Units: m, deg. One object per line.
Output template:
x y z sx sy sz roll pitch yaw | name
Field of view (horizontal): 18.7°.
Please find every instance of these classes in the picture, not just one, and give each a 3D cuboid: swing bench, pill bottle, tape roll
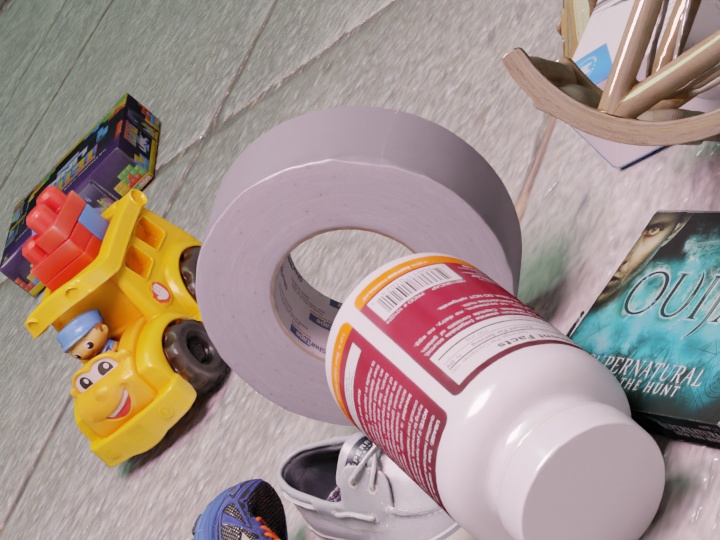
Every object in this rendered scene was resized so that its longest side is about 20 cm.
0.196 -0.148 1.208 0.200 0.130 0.199 -53 -8 12 | swing bench
0.071 0.076 1.156 0.113 0.113 0.200 -49 36 0 | pill bottle
0.000 0.000 1.359 0.200 0.200 0.066 -39 22 28 | tape roll

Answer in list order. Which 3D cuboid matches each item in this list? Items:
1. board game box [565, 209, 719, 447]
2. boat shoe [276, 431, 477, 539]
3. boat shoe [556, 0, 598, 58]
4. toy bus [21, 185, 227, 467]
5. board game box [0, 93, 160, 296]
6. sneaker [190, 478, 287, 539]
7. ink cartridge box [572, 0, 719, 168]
0.182 0.027 1.169 0.135 0.028 0.200 -54 20 -13 | board game box
0.013 0.128 1.285 0.201 0.071 0.070 -13 40 58 | boat shoe
0.168 -0.192 1.561 0.076 0.072 0.200 -49 15 39 | boat shoe
-0.205 0.028 1.776 0.136 0.192 0.200 -35 25 31 | toy bus
-0.311 -0.086 2.426 0.200 0.057 0.165 -44 19 16 | board game box
-0.052 0.195 1.327 0.078 0.075 0.200 -34 31 16 | sneaker
0.211 -0.174 1.424 0.116 0.067 0.200 -29 28 47 | ink cartridge box
